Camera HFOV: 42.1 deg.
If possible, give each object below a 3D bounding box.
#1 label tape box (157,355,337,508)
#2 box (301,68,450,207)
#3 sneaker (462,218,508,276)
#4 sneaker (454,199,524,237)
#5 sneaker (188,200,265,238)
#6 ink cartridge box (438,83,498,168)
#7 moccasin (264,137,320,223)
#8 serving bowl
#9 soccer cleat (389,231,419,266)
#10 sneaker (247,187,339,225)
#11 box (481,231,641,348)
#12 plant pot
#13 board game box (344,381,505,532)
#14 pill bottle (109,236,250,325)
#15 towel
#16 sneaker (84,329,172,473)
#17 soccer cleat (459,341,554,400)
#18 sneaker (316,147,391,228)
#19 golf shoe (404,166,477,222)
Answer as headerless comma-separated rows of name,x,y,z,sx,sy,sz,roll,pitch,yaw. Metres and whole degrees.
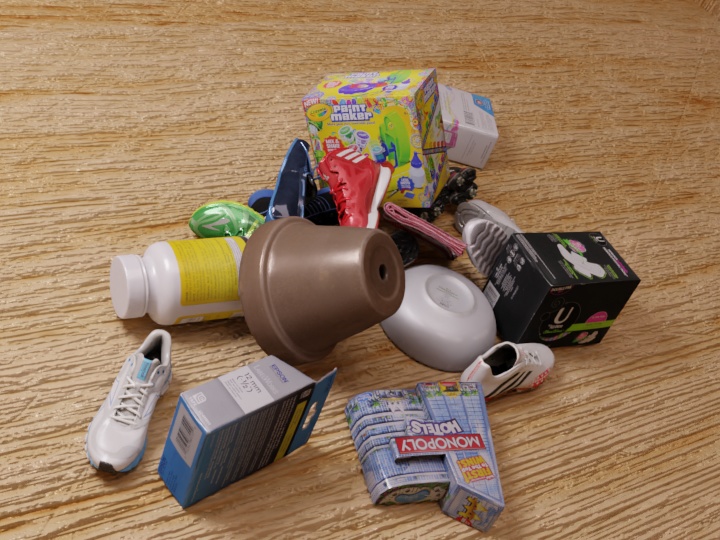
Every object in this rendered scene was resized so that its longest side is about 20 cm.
label tape box,-0.133,0.179,1.111,0.198,0.145,0.066,-22,56,-42
box,0.030,-0.219,1.554,0.196,0.196,0.122,2,31,24
sneaker,0.203,-0.031,1.540,0.082,0.075,0.200,34,-6,35
sneaker,0.259,-0.060,1.651,0.200,0.077,0.080,45,34,22
sneaker,-0.166,-0.041,1.403,0.197,0.075,0.084,23,34,-2
ink cartridge box,0.162,-0.299,1.859,0.196,0.085,0.146,15,39,-13
moccasin,-0.099,-0.120,1.439,0.067,0.081,0.203,16,50,-5
serving bowl,0.126,0.059,1.447,0.196,0.066,0.202,14,40,-12
soccer cleat,0.000,0.000,1.461,0.197,0.073,0.069,-25,81,-24
sneaker,-0.082,-0.085,1.506,0.196,0.071,0.079,-3,47,-20
box,0.318,0.032,1.507,0.197,0.150,0.125,-2,44,-31
plant pot,-0.039,0.018,1.252,0.199,0.172,0.205,20,65,-52
board game box,0.099,0.243,1.225,0.196,0.062,0.202,3,42,-25
pill bottle,-0.233,0.014,1.274,0.197,0.112,0.112,-5,46,-32
towel,0.098,-0.059,1.507,0.142,0.023,0.200,29,-2,2
sneaker,-0.273,0.148,1.122,0.074,0.087,0.202,19,40,-8
soccer cleat,0.229,0.138,1.391,0.197,0.086,0.069,-13,50,-37
sneaker,-0.029,-0.101,1.406,0.114,0.078,0.202,30,46,-15
golf shoe,0.122,-0.139,1.683,0.198,0.079,0.087,-18,27,-37
